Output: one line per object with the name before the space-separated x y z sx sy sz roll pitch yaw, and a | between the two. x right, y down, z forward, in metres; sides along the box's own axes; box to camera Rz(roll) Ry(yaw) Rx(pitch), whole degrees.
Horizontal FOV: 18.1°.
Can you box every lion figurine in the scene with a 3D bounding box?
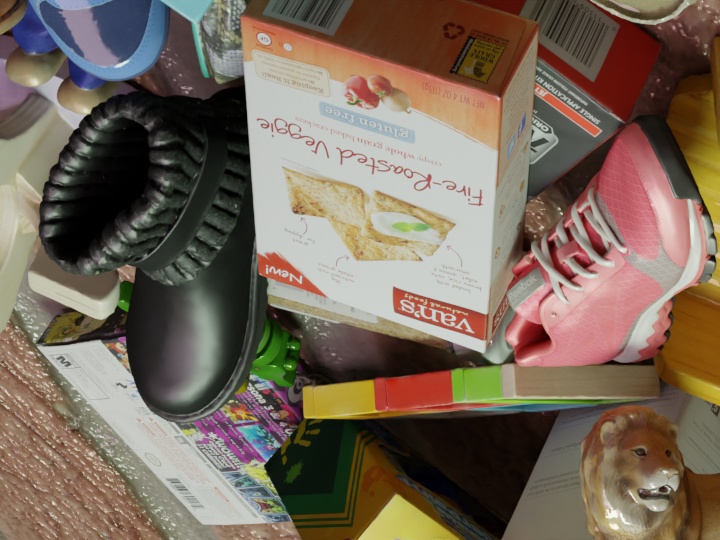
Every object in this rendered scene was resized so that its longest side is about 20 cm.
lion figurine | 0.190 0.135 1.221 0.072 0.123 0.199 -5 174 43

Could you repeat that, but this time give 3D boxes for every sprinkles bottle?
sprinkles bottle | 0.000 0.000 1.310 0.199 0.068 0.068 15 144 21

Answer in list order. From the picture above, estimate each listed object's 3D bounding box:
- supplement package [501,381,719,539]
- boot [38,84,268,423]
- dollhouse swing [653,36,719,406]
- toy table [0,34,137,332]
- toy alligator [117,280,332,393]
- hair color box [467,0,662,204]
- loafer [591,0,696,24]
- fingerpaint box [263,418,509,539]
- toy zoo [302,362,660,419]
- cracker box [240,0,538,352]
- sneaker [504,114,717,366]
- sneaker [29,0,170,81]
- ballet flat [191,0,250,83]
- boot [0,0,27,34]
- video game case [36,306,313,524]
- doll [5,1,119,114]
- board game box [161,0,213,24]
supplement package | 0.157 0.179 1.310 0.117 0.200 0.117 -17 125 47
boot | -0.114 -0.003 1.234 0.079 0.158 0.212 18 107 21
dollhouse swing | 0.204 0.035 1.114 0.181 0.176 0.200 22 146 10
toy table | -0.203 -0.052 1.343 0.199 0.117 0.184 16 145 21
toy alligator | -0.065 0.046 1.400 0.054 0.060 0.200 -7 154 42
hair color box | 0.057 -0.080 1.172 0.101 0.061 0.200 35 146 -9
loafer | 0.082 -0.168 1.018 0.200 0.069 0.075 37 147 -31
fingerpaint box | 0.051 0.181 1.412 0.200 0.073 0.167 38 -174 -23
toy zoo | 0.059 0.073 1.332 0.199 0.021 0.131 -9 171 44
cracker box | 0.014 -0.056 1.127 0.133 0.058 0.200 18 145 15
sneaker | 0.119 -0.001 1.133 0.086 0.074 0.200 -16 152 -13
sneaker | -0.146 -0.183 1.104 0.074 0.082 0.201 -14 111 4
ballet flat | -0.071 -0.181 1.142 0.072 0.072 0.201 11 142 25
boot | -0.227 -0.226 1.127 0.200 0.076 0.156 59 156 26
video game case | -0.097 0.097 1.533 0.181 0.036 0.200 -9 131 43
doll | -0.165 -0.175 1.217 0.136 0.048 0.200 28 146 22
board game box | -0.079 -0.234 1.000 0.151 0.047 0.200 34 115 -7
